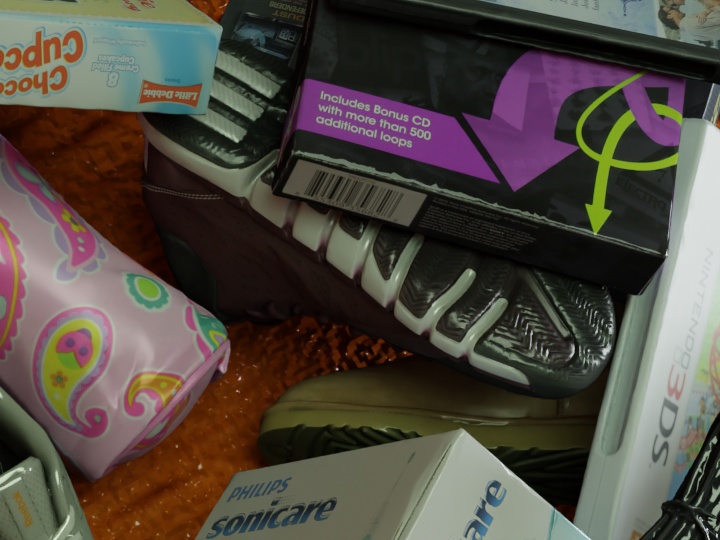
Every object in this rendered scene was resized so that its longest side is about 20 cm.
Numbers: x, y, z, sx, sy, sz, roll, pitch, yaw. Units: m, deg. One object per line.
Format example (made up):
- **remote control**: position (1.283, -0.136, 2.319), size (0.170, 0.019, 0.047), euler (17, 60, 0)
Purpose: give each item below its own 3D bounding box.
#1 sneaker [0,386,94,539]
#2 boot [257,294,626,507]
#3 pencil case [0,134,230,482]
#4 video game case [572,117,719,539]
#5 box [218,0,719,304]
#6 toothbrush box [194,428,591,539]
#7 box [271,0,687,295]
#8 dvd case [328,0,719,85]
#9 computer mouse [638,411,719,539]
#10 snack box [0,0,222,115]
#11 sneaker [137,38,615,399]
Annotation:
- **sneaker**: position (-0.123, 0.111, 1.064), size (0.076, 0.092, 0.200), euler (-35, 85, -27)
- **boot**: position (0.053, -0.002, 1.190), size (0.175, 0.066, 0.200), euler (5, 58, -1)
- **pencil case**: position (-0.141, -0.011, 1.108), size (0.200, 0.087, 0.087), euler (44, 62, 2)
- **video game case**: position (0.159, 0.065, 1.135), size (0.200, 0.022, 0.182), euler (33, 65, -44)
- **box**: position (0.044, -0.081, 1.177), size (0.200, 0.051, 0.158), euler (14, 56, 10)
- **toothbrush box**: position (0.044, 0.153, 1.050), size (0.200, 0.146, 0.085), euler (42, 60, -22)
- **box**: position (0.052, -0.100, 1.089), size (0.143, 0.036, 0.200), euler (15, 58, -10)
- **dvd case**: position (0.086, -0.140, 1.091), size (0.200, 0.018, 0.143), euler (10, 60, -14)
- **computer mouse**: position (0.172, 0.126, 1.022), size (0.200, 0.046, 0.140), euler (36, 77, -17)
- **snack box**: position (-0.147, -0.108, 1.084), size (0.116, 0.200, 0.037), euler (1, 111, -31)
- **sneaker**: position (0.000, 0.000, 1.110), size (0.200, 0.116, 0.076), euler (35, 56, 10)
